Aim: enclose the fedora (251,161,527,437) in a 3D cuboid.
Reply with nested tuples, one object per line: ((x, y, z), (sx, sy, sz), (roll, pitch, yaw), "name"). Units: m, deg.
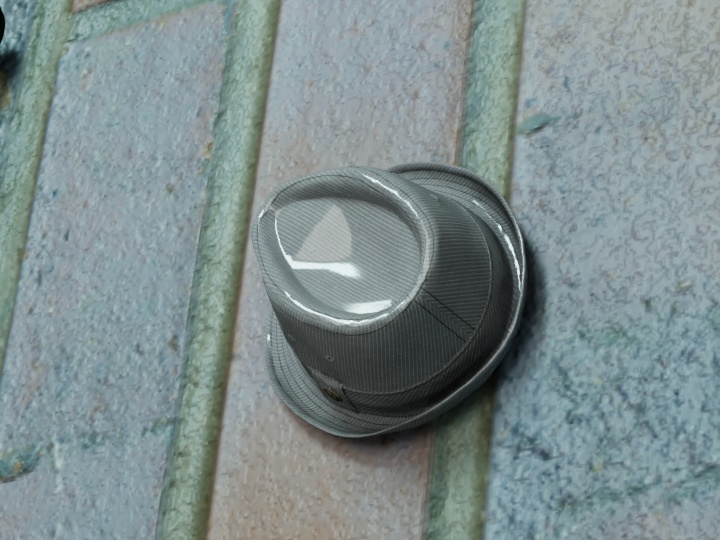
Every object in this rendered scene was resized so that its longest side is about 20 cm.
((0.000, 0.000, 1.484), (0.177, 0.090, 0.200), (-51, 45, -1), "fedora")

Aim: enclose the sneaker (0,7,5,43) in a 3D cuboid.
((-0.296, -0.096, 1.798), (0.090, 0.070, 0.201), (33, 85, 30), "sneaker")
